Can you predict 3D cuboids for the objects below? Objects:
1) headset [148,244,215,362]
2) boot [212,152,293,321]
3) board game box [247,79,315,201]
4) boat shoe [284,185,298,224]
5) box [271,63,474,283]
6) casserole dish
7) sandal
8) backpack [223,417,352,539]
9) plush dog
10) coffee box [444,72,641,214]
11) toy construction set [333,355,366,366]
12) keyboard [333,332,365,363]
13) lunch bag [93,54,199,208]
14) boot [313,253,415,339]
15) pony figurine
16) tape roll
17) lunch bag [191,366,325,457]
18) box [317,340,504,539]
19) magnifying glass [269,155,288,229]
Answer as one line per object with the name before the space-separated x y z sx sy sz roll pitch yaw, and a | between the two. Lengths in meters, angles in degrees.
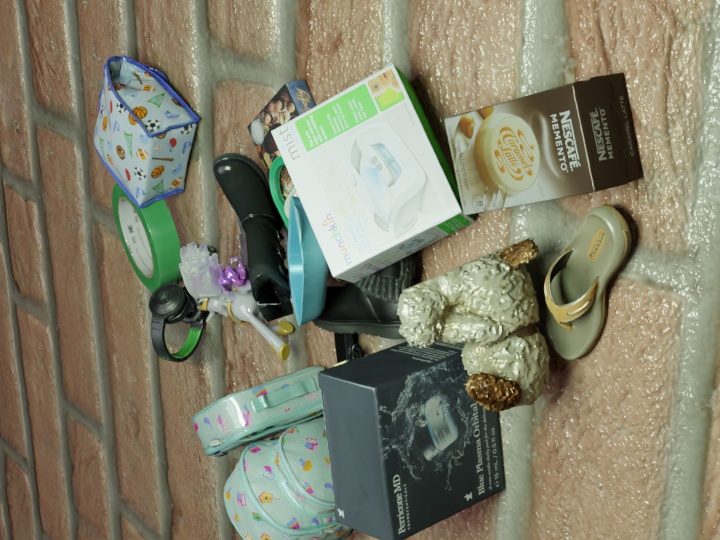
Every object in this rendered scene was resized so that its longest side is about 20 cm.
headset | -0.292 0.056 1.890 0.093 0.123 0.202 6 90 26
boot | -0.152 -0.049 1.580 0.065 0.165 0.201 -22 44 16
board game box | -0.086 -0.150 1.596 0.135 0.034 0.201 -37 73 52
boat shoe | -0.028 -0.145 1.475 0.072 0.060 0.202 38 115 -9
box | 0.015 -0.114 1.357 0.175 0.097 0.201 -26 78 12
casserole dish | -0.069 -0.012 1.460 0.201 0.038 0.122 97 163 -57
sandal | 0.234 0.016 1.212 0.080 0.054 0.201 48 142 33
backpack | -0.092 0.319 1.633 0.176 0.199 0.154 57 140 24
plush dog | 0.159 0.069 1.256 0.160 0.200 0.173 -23 89 32
coffee box | 0.191 -0.133 1.198 0.199 0.079 0.115 -9 96 54
toy construction set | 0.031 0.219 1.525 0.130 0.092 0.202 6 117 26
keyboard | -0.004 0.155 1.611 0.104 0.039 0.202 -145 47 -71
lunch bag | -0.371 -0.239 1.872 0.200 0.123 0.171 44 136 25
boot | 0.002 -0.001 1.494 0.210 0.079 0.159 4 111 44
pony figurine | -0.183 0.024 1.713 0.199 0.166 0.195 21 127 30
tape roll | -0.376 -0.065 1.968 0.200 0.048 0.202 44 146 41
lunch bag | -0.142 0.209 1.660 0.160 0.199 0.078 -29 81 51
box | 0.066 0.201 1.383 0.117 0.199 0.199 8 109 51
magnifying glass | -0.088 -0.064 1.587 0.079 0.022 0.202 -6 96 53
